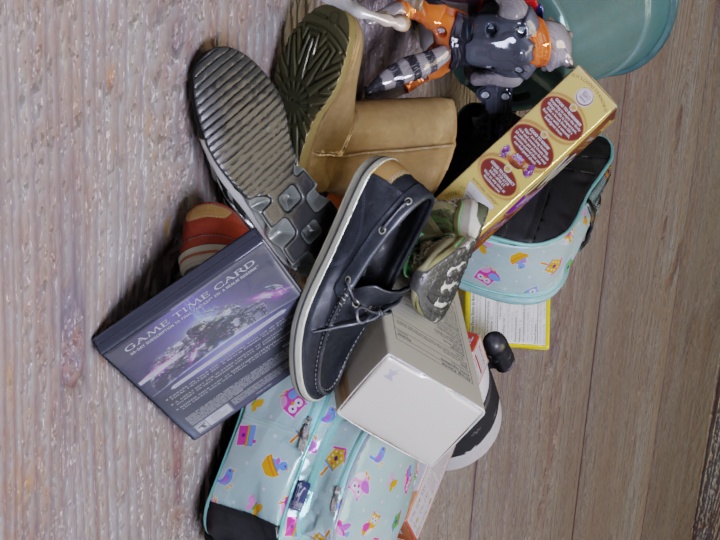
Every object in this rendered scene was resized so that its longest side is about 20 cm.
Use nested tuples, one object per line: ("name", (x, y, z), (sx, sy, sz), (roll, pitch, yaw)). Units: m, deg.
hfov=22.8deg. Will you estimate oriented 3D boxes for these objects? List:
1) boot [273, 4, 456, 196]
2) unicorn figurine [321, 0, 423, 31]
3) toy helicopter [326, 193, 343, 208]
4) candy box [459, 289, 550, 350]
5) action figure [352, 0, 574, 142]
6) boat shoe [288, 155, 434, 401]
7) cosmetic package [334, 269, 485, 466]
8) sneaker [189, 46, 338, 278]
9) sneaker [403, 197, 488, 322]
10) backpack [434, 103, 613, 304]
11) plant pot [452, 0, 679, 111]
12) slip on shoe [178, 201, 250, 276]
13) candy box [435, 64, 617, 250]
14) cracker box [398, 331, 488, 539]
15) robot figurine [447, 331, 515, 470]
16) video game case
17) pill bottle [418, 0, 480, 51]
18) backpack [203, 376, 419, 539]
("boot", (0.010, -0.136, 1.483), (0.199, 0.066, 0.176), (-5, 127, -48))
("unicorn figurine", (-0.016, -0.237, 1.381), (0.200, 0.136, 0.074), (-25, 135, -86))
("toy helicopter", (0.000, 0.000, 1.649), (0.132, 0.078, 0.201), (-53, 161, -63))
("candy box", (0.156, -0.017, 1.917), (0.026, 0.101, 0.202), (161, -68, -70))
("action figure", (0.097, -0.178, 1.580), (0.105, 0.192, 0.201), (-97, 178, -57))
("boat shoe", (0.000, 0.014, 1.353), (0.074, 0.062, 0.201), (-6, 121, -63))
("cosmetic package", (0.031, 0.057, 1.464), (0.071, 0.105, 0.201), (-48, -156, 23))
("sneaker", (-0.088, -0.082, 1.363), (0.074, 0.088, 0.201), (-38, 120, -22))
("sneaker", (0.047, -0.019, 1.461), (0.200, 0.088, 0.077), (-58, 170, -73))
("backpack", (0.144, -0.055, 1.777), (0.200, 0.175, 0.154), (-57, 163, -52))
("plant pot", (0.189, -0.262, 1.791), (0.196, 0.199, 0.202), (-34, 135, -47))
("slip on shoe", (-0.095, 0.005, 1.391), (0.200, 0.073, 0.062), (62, 22, -65))
("candy box", (0.142, -0.093, 1.609), (0.200, 0.056, 0.117), (-44, 174, 5))
("cracker box", (0.024, 0.140, 1.682), (0.058, 0.133, 0.201), (67, 42, -56))
("robot figurine", (0.079, 0.129, 1.827), (0.200, 0.124, 0.151), (65, 43, -64))
("video game case", (-0.104, 0.053, 1.349), (0.142, 0.019, 0.200), (-35, 151, -1))
("pill bottle", (0.100, -0.297, 1.629), (0.110, 0.109, 0.201), (-50, 147, -49))
("backpack", (-0.034, 0.153, 1.531), (0.176, 0.152, 0.202), (34, 64, -63))
